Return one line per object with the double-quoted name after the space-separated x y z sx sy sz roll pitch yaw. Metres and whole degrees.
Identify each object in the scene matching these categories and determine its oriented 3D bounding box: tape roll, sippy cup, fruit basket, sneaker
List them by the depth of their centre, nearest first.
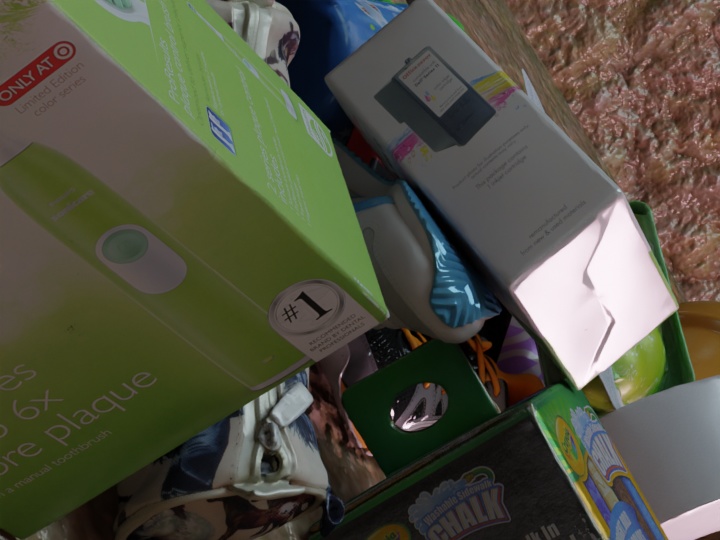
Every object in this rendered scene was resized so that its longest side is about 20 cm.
0.000 0.000 0.757 0.077 0.081 0.200 51 -6 -23 "sneaker"
0.039 0.061 0.879 0.200 0.077 0.079 32 31 -57 "sneaker"
0.178 0.144 0.929 0.202 0.201 0.071 35 27 -56 "tape roll"
0.127 0.010 0.935 0.200 0.093 0.187 43 33 -57 "fruit basket"
-0.010 -0.113 0.985 0.178 0.140 0.130 41 14 33 "sippy cup"

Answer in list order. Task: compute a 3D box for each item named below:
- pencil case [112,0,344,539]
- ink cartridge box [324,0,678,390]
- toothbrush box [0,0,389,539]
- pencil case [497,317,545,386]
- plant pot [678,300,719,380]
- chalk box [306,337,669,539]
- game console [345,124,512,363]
-0.052 -0.003 0.575 0.077 0.089 0.202 11 66 -41 "pencil case"
0.056 -0.050 0.771 0.200 0.067 0.117 52 1 37 "ink cartridge box"
-0.108 -0.026 0.441 0.200 0.145 0.087 44 21 -45 "toothbrush box"
0.101 0.063 1.063 0.084 0.085 0.201 36 26 -53 "pencil case"
0.226 0.133 1.162 0.183 0.200 0.201 -12 70 -58 "plant pot"
0.066 0.130 0.738 0.201 0.124 0.124 62 16 8 "chalk box"
0.044 -0.025 0.953 0.200 0.031 0.178 40 63 -50 "game console"
